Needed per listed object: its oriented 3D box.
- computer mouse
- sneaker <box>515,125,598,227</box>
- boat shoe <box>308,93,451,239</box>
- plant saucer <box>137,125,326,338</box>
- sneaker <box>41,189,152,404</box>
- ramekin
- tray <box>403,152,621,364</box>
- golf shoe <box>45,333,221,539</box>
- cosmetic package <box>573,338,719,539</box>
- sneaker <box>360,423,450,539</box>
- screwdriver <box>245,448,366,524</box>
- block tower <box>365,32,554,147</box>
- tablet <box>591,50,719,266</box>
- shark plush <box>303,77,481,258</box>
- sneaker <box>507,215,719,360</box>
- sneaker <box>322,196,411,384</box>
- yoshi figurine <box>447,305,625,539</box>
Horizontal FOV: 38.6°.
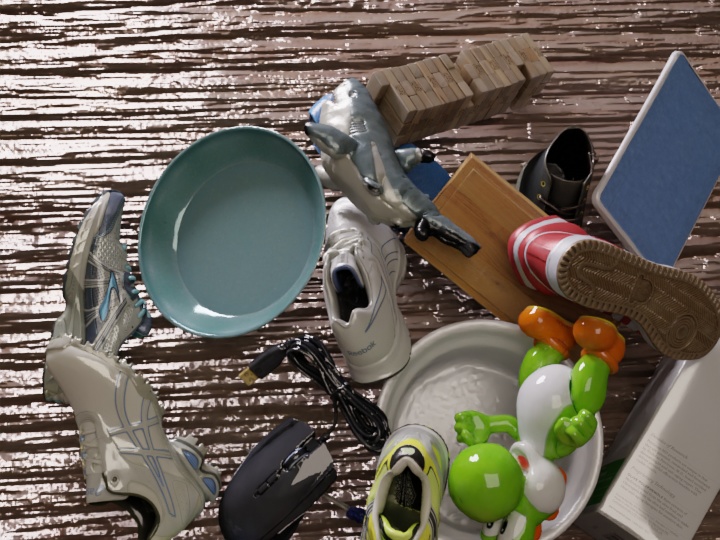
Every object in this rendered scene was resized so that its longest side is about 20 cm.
[{"bbox_3d":[-0.079,0.151,0.887,0.200,0.046,0.141,-45,70,20],"label":"computer mouse"},{"bbox_3d":[0.176,-0.032,0.971,0.074,0.106,0.202,6,74,-3],"label":"sneaker"},{"bbox_3d":[0.031,-0.091,1.001,0.084,0.069,0.200,-37,80,-22],"label":"boat shoe"},{"bbox_3d":[-0.115,-0.033,0.957,0.198,0.036,0.202,-6,75,22],"label":"plant saucer"},{"bbox_3d":[-0.233,0.027,0.952,0.086,0.078,0.202,11,80,-13],"label":"sneaker"},{"bbox_3d":[0.106,0.153,0.918,0.198,0.098,0.202,1,73,-3],"label":"ramekin"},{"bbox_3d":[0.147,-0.004,0.932,0.200,0.037,0.099,38,103,-4],"label":"tray"},{"bbox_3d":[-0.206,0.146,0.865,0.200,0.078,0.097,51,51,-13],"label":"golf shoe"},{"bbox_3d":[0.282,0.159,0.925,0.084,0.108,0.201,32,73,7],"label":"cosmetic package"},{"bbox_3d":[0.024,0.224,0.811,0.075,0.076,0.202,4,91,14],"label":"sneaker"},{"bbox_3d":[-0.025,0.206,0.907,0.199,0.028,0.029,20,62,21],"label":"screwdriver"},{"bbox_3d":[0.095,-0.176,1.000,0.199,0.054,0.058,-19,67,-31],"label":"block tower"},{"bbox_3d":[0.302,-0.102,1.009,0.130,0.014,0.201,45,66,-26],"label":"tablet"},{"bbox_3d":[0.029,-0.089,0.902,0.083,0.091,0.200,-40,58,-15],"label":"shark plush"},{"bbox_3d":[0.215,0.011,0.881,0.199,0.112,0.072,25,93,-28],"label":"sneaker"},{"bbox_3d":[0.000,0.000,0.909,0.074,0.087,0.201,-21,46,10],"label":"sneaker"},{"bbox_3d":[0.132,0.126,0.823,0.111,0.112,0.201,21,78,6],"label":"yoshi figurine"}]
